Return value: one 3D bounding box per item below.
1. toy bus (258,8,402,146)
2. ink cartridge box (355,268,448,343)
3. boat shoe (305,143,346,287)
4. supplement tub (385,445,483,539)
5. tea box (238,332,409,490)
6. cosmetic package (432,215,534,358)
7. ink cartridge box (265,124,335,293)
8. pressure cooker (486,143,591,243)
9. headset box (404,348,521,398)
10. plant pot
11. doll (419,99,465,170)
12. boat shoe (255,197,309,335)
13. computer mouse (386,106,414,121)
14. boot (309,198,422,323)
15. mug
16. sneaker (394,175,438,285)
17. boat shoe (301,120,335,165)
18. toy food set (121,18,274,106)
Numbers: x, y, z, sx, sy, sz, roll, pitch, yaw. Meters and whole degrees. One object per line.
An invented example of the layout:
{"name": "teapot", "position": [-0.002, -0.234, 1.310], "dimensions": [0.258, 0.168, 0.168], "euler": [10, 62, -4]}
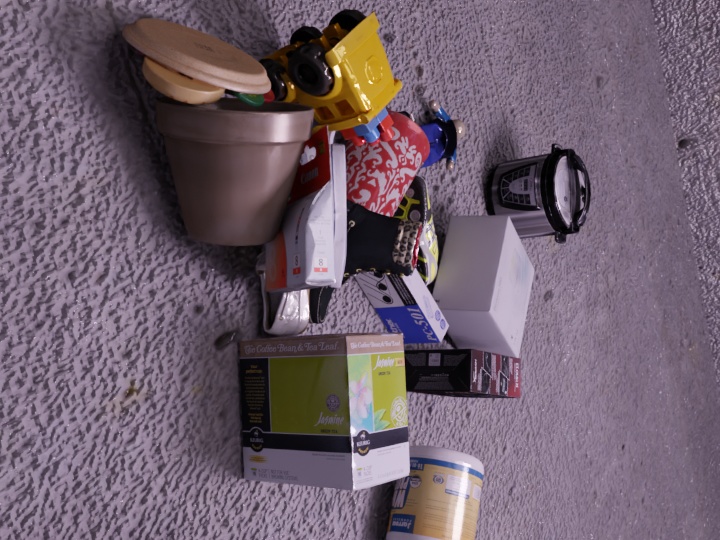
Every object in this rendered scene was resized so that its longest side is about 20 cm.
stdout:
{"name": "toy bus", "position": [-0.040, -0.257, 1.229], "dimensions": [0.136, 0.199, 0.192], "euler": [-52, 123, -35]}
{"name": "ink cartridge box", "position": [0.062, 0.038, 1.417], "dimensions": [0.200, 0.094, 0.044], "euler": [58, 44, -30]}
{"name": "boat shoe", "position": [-0.052, -0.076, 1.180], "dimensions": [0.074, 0.065, 0.201], "euler": [96, -6, -83]}
{"name": "supplement tub", "position": [0.122, 0.404, 1.404], "dimensions": [0.145, 0.144, 0.201], "euler": [35, 58, -44]}
{"name": "tea box", "position": [-0.051, 0.186, 1.163], "dimensions": [0.133, 0.199, 0.198], "euler": [2, 85, -52]}
{"name": "cosmetic package", "position": [0.234, 0.033, 1.590], "dimensions": [0.200, 0.122, 0.200], "euler": [50, 48, -50]}
{"name": "ink cartridge box", "position": [-0.084, -0.075, 1.111], "dimensions": [0.050, 0.162, 0.201], "euler": [-4, 86, -24]}
{"name": "pressure cooker", "position": [0.387, -0.160, 1.780], "dimensions": [0.179, 0.199, 0.176], "euler": [-55, 127, -40]}
{"name": "headset box", "position": [0.185, 0.187, 1.514], "dimensions": [0.200, 0.148, 0.078], "euler": [18, 72, -51]}
{"name": "plant pot", "position": [-0.164, -0.129, 1.092], "dimensions": [0.200, 0.199, 0.174], "euler": [-15, 115, -52]}
{"name": "doll", "position": [0.145, -0.253, 1.601], "dimensions": [0.200, 0.048, 0.137], "euler": [-29, 109, -50]}
{"name": "boat shoe", "position": [-0.115, -0.006, 1.211], "dimensions": [0.069, 0.071, 0.201], "euler": [0, 84, -46]}
{"name": "computer mouse", "position": [-0.005, -0.286, 1.389], "dimensions": [0.200, 0.110, 0.044], "euler": [33, 83, -32]}
{"name": "boot", "position": [0.000, 0.000, 1.252], "dimensions": [0.073, 0.153, 0.205], "euler": [-49, 152, -70]}
{"name": "mug", "position": [0.027, -0.129, 1.369], "dimensions": [0.178, 0.133, 0.201], "euler": [49, 53, -34]}
{"name": "sneaker", "position": [0.099, -0.070, 1.508], "dimensions": [0.076, 0.075, 0.201], "euler": [-22, 113, -60]}
{"name": "boat shoe", "position": [-0.068, -0.184, 1.301], "dimensions": [0.066, 0.070, 0.201], "euler": [104, -19, -57]}
{"name": "toy food set", "position": [-0.201, -0.258, 1.062], "dimensions": [0.197, 0.200, 0.049], "euler": [1, 121, -46]}
